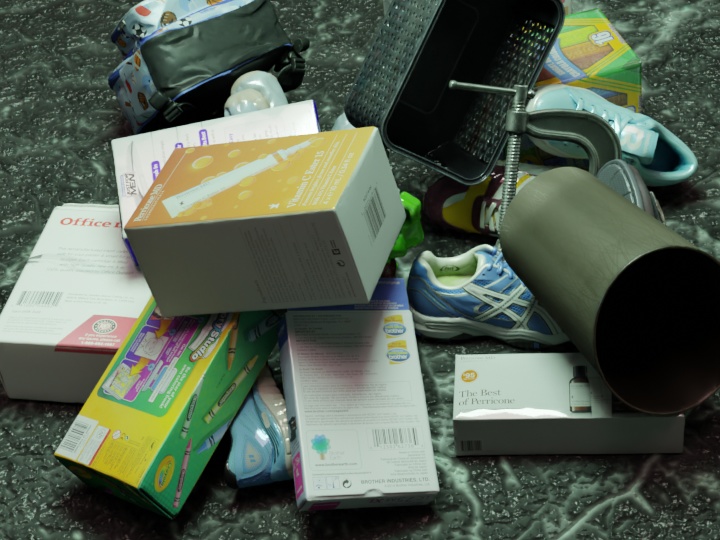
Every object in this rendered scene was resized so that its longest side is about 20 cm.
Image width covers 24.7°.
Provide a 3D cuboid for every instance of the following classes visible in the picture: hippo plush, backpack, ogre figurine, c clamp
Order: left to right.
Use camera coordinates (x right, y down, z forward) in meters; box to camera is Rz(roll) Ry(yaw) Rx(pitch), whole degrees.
[{"bbox_3d":[-0.188,-0.223,1.783,0.199,0.190,0.155,-22,80,-31],"label":"backpack"},{"bbox_3d":[-0.049,-0.117,1.662,0.159,0.160,0.201,-3,40,6],"label":"hippo plush"},{"bbox_3d":[0.000,0.000,1.524,0.120,0.098,0.200,-50,16,-18],"label":"ogre figurine"},{"bbox_3d":[0.165,-0.079,1.570,0.169,0.202,0.027,0,7,-7],"label":"c clamp"}]

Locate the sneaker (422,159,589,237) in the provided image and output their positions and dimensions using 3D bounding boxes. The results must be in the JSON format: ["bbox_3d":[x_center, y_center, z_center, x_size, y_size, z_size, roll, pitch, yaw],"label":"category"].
[{"bbox_3d":[0.159,-0.058,1.627,0.198,0.076,0.090,-2,35,7],"label":"sneaker"}]

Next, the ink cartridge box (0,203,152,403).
[{"bbox_3d":[-0.252,0.030,1.581,0.144,0.085,0.201,3,43,12],"label":"ink cartridge box"}]

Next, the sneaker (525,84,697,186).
[{"bbox_3d":[0.253,-0.137,1.624,0.198,0.075,0.082,15,-6,-29],"label":"sneaker"}]

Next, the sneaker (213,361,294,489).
[{"bbox_3d":[-0.117,0.116,1.468,0.089,0.079,0.200,-22,41,-9],"label":"sneaker"}]

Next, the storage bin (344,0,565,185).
[{"bbox_3d":[0.090,-0.202,1.591,0.134,0.202,0.094,22,8,-30],"label":"storage bin"}]

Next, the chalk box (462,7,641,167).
[{"bbox_3d":[0.181,-0.174,1.720,0.198,0.125,0.125,-15,40,-9],"label":"chalk box"}]

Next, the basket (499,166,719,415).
[{"bbox_3d":[0.214,0.005,1.414,0.136,0.181,0.200,-41,37,1],"label":"basket"}]

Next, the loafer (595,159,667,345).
[{"bbox_3d":[0.261,-0.005,1.523,0.062,0.072,0.202,12,59,-34],"label":"loafer"}]

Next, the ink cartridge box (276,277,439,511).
[{"bbox_3d":[-0.006,0.103,1.410,0.118,0.042,0.202,0,67,-18],"label":"ink cartridge box"}]

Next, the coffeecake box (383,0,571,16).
[{"bbox_3d":[0.131,-0.274,1.821,0.198,0.155,0.073,-16,41,-11],"label":"coffeecake box"}]

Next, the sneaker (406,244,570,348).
[{"bbox_3d":[0.137,0.021,1.536,0.198,0.078,0.076,-2,39,3],"label":"sneaker"}]

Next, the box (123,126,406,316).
[{"bbox_3d":[-0.079,-0.041,1.397,0.198,0.098,0.125,-5,36,23],"label":"box"}]

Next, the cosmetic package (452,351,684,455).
[{"bbox_3d":[0.181,0.115,1.441,0.198,0.051,0.083,-2,40,7],"label":"cosmetic package"}]

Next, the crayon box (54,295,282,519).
[{"bbox_3d":[-0.165,0.104,1.433,0.118,0.058,0.201,12,64,42],"label":"crayon box"}]

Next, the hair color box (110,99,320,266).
[{"bbox_3d":[-0.129,-0.082,1.550,0.198,0.065,0.110,-10,63,-1],"label":"hair color box"}]
